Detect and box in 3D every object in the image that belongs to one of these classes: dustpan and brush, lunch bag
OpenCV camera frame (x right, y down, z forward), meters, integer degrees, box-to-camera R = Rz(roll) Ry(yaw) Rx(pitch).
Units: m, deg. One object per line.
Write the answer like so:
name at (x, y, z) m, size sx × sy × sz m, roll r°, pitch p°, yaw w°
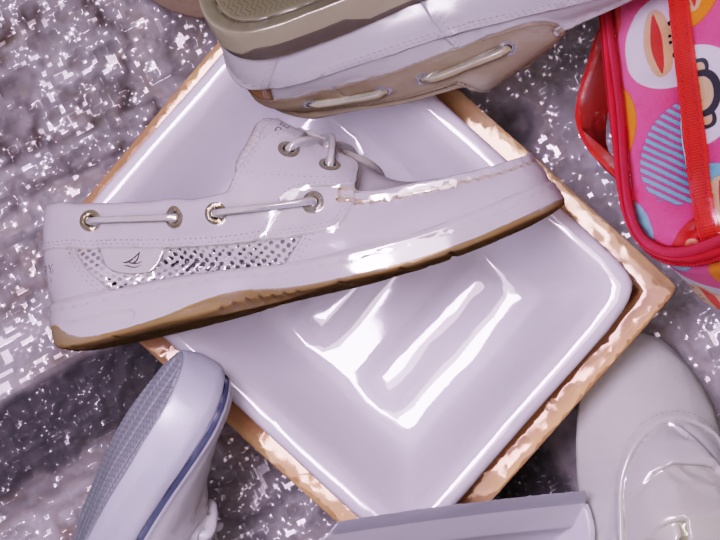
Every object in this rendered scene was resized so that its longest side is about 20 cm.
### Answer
dustpan and brush at (0.008, 0.176, 1.089) m, size 0.057 × 0.139 × 0.200 m, roll 58°, pitch 133°, yaw 31°
lunch bag at (0.157, -0.089, 1.038) m, size 0.175 × 0.082 × 0.201 m, roll -21°, pitch 57°, yaw 28°

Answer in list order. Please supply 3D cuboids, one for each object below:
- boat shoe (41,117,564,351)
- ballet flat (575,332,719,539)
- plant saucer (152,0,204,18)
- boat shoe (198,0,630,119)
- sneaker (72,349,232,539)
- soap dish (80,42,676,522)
boat shoe at (-0.026, -0.023, 1.037) m, size 0.199 × 0.071 × 0.070 m, roll -13°, pitch 87°, yaw 8°
ballet flat at (0.125, 0.124, 1.092) m, size 0.069 × 0.069 × 0.202 m, roll -2°, pitch 87°, yaw 7°
plant saucer at (-0.060, -0.200, 1.097) m, size 0.029 × 0.200 × 0.201 m, roll -11°, pitch 84°, yaw -37°
boat shoe at (0.044, -0.109, 1.035) m, size 0.199 × 0.069 × 0.075 m, roll -12°, pitch 54°, yaw 10°
sneaker at (-0.079, 0.117, 1.099) m, size 0.070 × 0.073 × 0.201 m, roll 20°, pitch 124°, yaw -7°
soap dish at (0.000, 0.000, 1.109) m, size 0.200 × 0.081 × 0.158 m, roll 42°, pitch 93°, yaw 7°
